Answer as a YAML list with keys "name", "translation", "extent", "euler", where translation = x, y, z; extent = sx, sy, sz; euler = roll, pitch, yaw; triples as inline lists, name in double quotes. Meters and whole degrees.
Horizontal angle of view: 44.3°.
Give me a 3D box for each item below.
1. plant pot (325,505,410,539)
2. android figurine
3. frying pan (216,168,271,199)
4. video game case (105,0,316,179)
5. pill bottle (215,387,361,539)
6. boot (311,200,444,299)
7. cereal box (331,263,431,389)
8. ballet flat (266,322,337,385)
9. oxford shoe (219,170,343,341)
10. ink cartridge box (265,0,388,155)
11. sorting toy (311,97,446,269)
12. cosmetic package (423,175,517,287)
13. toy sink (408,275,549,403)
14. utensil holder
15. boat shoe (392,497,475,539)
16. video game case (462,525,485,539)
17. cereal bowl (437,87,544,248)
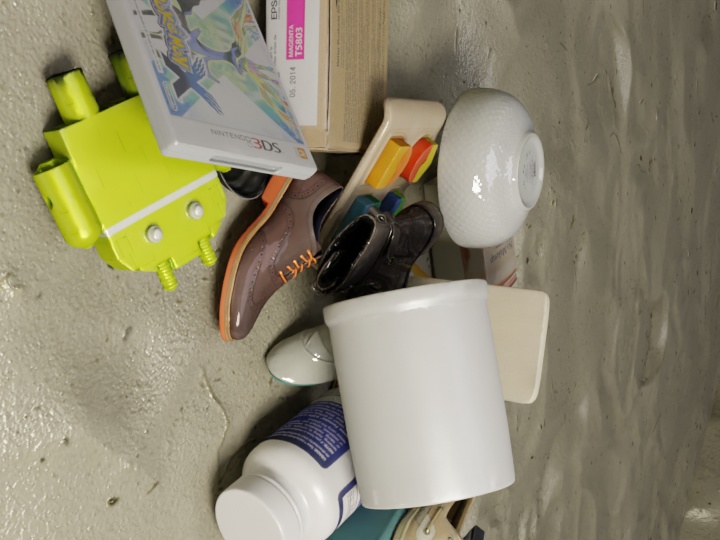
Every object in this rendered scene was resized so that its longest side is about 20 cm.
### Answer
- name: "plant pot"
  translation: [0.005, 0.314, 1.030]
  extent: [0.200, 0.141, 0.142]
  euler: [-43, 129, -51]
- name: "android figurine"
  translation: [-0.182, -0.082, 0.746]
  extent: [0.182, 0.041, 0.201]
  euler: [-34, 114, -38]
- name: "frying pan"
  translation: [-0.111, -0.159, 0.877]
  extent: [0.115, 0.031, 0.191]
  euler: [55, 40, -51]
- name: "video game case"
  translation: [-0.131, -0.177, 0.765]
  extent: [0.182, 0.022, 0.201]
  euler: [2, 61, -56]
- name: "pill bottle"
  translation: [-0.055, 0.219, 0.939]
  extent: [0.200, 0.119, 0.120]
  euler: [-31, 120, -50]
- name: "boot"
  translation: [0.000, 0.000, 0.971]
  extent: [0.174, 0.069, 0.200]
  euler: [-19, 145, -57]
- name: "cereal box"
  translation: [0.040, 0.089, 1.133]
  extent: [0.144, 0.039, 0.201]
  euler: [42, 61, -49]
- name: "ballet flat"
  translation: [-0.015, 0.083, 0.994]
  extent: [0.199, 0.069, 0.070]
  euler: [-1, 95, -41]
- name: "oxford shoe"
  translation: [-0.081, -0.016, 0.886]
  extent: [0.071, 0.072, 0.201]
  euler: [70, 41, -72]
- name: "ink cartridge box"
  translation: [-0.032, -0.223, 0.924]
  extent: [0.165, 0.075, 0.201]
  euler: [-10, 103, -67]
- name: "sorting toy"
  translation: [0.029, -0.096, 0.998]
  extent: [0.201, 0.036, 0.185]
  euler: [-64, 163, 19]
- name: "cosmetic package"
  translation: [0.159, -0.040, 1.250]
  extent: [0.103, 0.087, 0.201]
  euler: [-37, 124, -49]
- name: "toy sink"
  translation: [0.149, 0.083, 1.079]
  extent: [0.112, 0.199, 0.131]
  euler: [12, 84, -55]
- name: "utensil holder"
  translation: [0.061, 0.122, 0.886]
  extent: [0.170, 0.169, 0.201]
  euler: [2, 76, -56]
- name: "boat shoe"
  translation: [0.081, 0.295, 0.964]
  extent: [0.200, 0.065, 0.072]
  euler: [-59, 141, -48]
- name: "video game case"
  translation: [0.067, 0.390, 0.983]
  extent: [0.200, 0.019, 0.143]
  euler: [-54, 179, 19]
- name: "cereal bowl"
  translation: [0.173, -0.125, 1.098]
  extent: [0.200, 0.083, 0.201]
  euler: [-16, 109, -57]
